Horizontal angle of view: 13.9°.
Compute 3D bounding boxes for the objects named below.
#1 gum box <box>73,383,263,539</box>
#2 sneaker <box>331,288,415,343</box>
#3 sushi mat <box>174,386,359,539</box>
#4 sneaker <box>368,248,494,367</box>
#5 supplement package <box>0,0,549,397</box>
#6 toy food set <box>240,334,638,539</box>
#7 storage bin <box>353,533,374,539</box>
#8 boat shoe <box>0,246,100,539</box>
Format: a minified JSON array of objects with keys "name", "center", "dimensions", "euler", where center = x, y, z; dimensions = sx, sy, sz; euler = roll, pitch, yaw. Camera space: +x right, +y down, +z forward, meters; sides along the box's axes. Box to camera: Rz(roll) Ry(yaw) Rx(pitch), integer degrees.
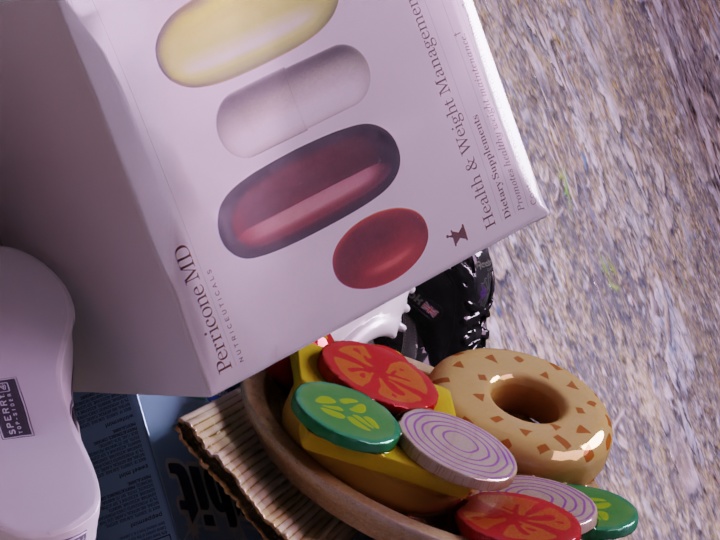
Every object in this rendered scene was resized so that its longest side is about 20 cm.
[{"name":"gum box","center":[-0.079,0.121,1.449],"dimensions":[0.170,0.044,0.200],"euler":[22,50,-69]},{"name":"sneaker","center":[0.000,0.000,1.553],"dimensions":[0.200,0.073,0.071],"euler":[-42,117,-33]},{"name":"sushi mat","center":[-0.041,0.099,1.401],"dimensions":[0.096,0.012,0.200],"euler":[49,6,3]},{"name":"sneaker","center":[0.042,0.031,1.621],"dimensions":[0.200,0.087,0.076],"euler":[60,21,3]},{"name":"supplement package","center":[-0.058,-0.070,1.332],"dimensions":[0.200,0.147,0.192],"euler":[-29,105,-30]},{"name":"toy food set","center":[0.038,0.082,1.419],"dimensions":[0.200,0.049,0.198],"euler":[19,21,-14]},{"name":"storage bin","center":[0.052,0.173,1.534],"dimensions":[0.134,0.145,0.200],"euler":[-116,-151,-44]},{"name":"boat shoe","center":[-0.149,0.070,1.262],"dimensions":[0.200,0.072,0.068],"euler":[-114,-155,-47]}]
